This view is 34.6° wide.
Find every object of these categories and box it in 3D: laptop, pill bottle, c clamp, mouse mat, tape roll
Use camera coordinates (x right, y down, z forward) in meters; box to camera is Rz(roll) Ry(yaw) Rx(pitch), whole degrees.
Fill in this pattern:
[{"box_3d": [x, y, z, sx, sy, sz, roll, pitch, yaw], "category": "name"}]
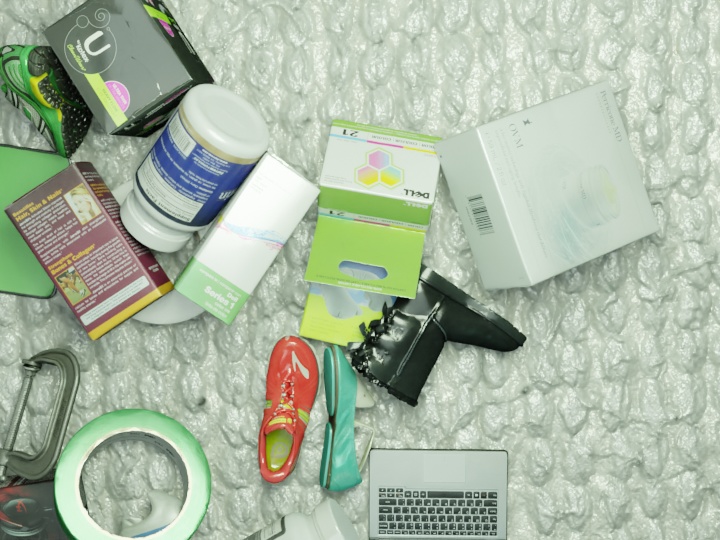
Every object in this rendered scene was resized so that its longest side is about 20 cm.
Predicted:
[{"box_3d": [0.103, 0.344, 1.510, 0.187, 0.116, 0.200, 0, 96, 2], "category": "laptop"}, {"box_3d": [-0.208, -0.120, 1.412, 0.116, 0.116, 0.200, 41, 123, -2], "category": "pill bottle"}, {"box_3d": [-0.441, 0.192, 1.527, 0.171, 0.027, 0.200, 14, 83, 43], "category": "c clamp"}, {"box_3d": [-0.475, -0.068, 1.547, 0.161, 0.008, 0.200, 9, 97, 2], "category": "mouse mat"}, {"box_3d": [-0.102, 0.390, 1.521, 0.200, 0.116, 0.116, -30, 94, 5], "category": "pill bottle"}, {"box_3d": [-0.259, -0.030, 1.528, 0.202, 0.037, 0.203, 0, 95, 2], "category": "tape roll"}, {"box_3d": [-0.296, 0.282, 1.503, 0.200, 0.048, 0.201, 6, 65, -13], "category": "tape roll"}]

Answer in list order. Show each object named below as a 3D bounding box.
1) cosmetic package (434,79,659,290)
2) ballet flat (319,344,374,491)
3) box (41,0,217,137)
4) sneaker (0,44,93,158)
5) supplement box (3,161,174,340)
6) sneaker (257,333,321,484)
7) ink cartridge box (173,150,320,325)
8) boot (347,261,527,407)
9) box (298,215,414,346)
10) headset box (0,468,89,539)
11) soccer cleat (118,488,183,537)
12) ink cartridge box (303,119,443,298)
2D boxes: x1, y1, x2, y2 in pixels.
[{"box_3d": [0.231, -0.104, 1.427, 0.200, 0.123, 0.200, -22, 95, -22], "category": "cosmetic package"}, {"box_3d": [-0.016, 0.194, 1.531, 0.070, 0.067, 0.200, 0, 99, -13], "category": "ballet flat"}, {"box_3d": [-0.277, -0.257, 1.424, 0.124, 0.200, 0.149, -33, 94, 5], "category": "box"}, {"box_3d": [-0.396, -0.217, 1.452, 0.085, 0.200, 0.078, 16, 61, 15], "category": "sneaker"}, {"box_3d": [-0.342, -0.027, 1.470, 0.110, 0.086, 0.200, -33, 94, 5], "category": "supplement box"}, {"box_3d": [-0.095, 0.185, 1.518, 0.077, 0.085, 0.200, 7, 96, 1], "category": "sneaker"}, {"box_3d": [-0.143, -0.041, 1.434, 0.084, 0.145, 0.200, 35, 87, -9], "category": "ink cartridge box"}, {"box_3d": [0.096, 0.099, 1.487, 0.198, 0.073, 0.163, 32, 87, -15], "category": "boot"}, {"box_3d": [0.000, 0.000, 1.516, 0.122, 0.048, 0.200, 13, 97, 0], "category": "box"}, {"box_3d": [-0.469, 0.355, 1.552, 0.200, 0.075, 0.149, -9, 95, 3], "category": "headset box"}, {"box_3d": [-0.303, 0.386, 1.560, 0.086, 0.070, 0.200, 35, 91, 10], "category": "soccer cleat"}, {"box_3d": [0.018, -0.077, 1.444, 0.148, 0.076, 0.200, 10, 60, 1], "category": "ink cartridge box"}]
